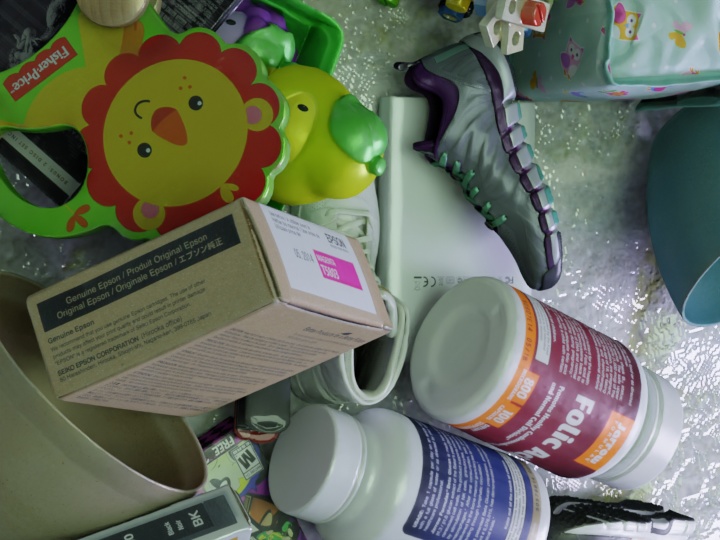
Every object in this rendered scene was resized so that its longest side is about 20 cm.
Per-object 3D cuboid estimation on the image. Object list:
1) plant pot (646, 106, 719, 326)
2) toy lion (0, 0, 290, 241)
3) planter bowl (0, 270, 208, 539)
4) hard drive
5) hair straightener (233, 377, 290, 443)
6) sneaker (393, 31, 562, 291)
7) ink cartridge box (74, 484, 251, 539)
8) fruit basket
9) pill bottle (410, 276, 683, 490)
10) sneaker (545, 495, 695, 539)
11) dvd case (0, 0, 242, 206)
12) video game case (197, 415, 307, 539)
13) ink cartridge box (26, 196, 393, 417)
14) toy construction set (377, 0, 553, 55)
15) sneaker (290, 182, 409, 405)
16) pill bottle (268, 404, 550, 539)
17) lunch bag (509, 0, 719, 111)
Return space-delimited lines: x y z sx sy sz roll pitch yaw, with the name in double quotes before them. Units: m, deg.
"plant pot" 0.306 -0.068 1.623 0.199 0.200 0.135 -19 63 -26
"toy lion" -0.153 -0.090 1.314 0.200 0.069 0.192 -35 87 2
"planter bowl" -0.219 0.117 1.344 0.135 0.200 0.200 -45 114 10
"hard drive" 0.074 -0.031 1.573 0.131 0.027 0.201 0 93 -28
"hair straightener" -0.058 0.020 1.458 0.041 0.077 0.201 11 74 -13
"sneaker" 0.087 -0.074 1.533 0.087 0.074 0.201 -18 91 -13
"ink cartridge box" -0.175 0.240 1.334 0.199 0.199 0.043 -18 56 -25
"fruit basket" -0.081 -0.100 1.389 0.155 0.215 0.217 24 81 -27
"pill bottle" 0.144 0.091 1.540 0.199 0.114 0.115 26 80 -34
"sneaker" 0.198 0.223 1.599 0.200 0.073 0.080 14 94 -50
"dvd case" -0.188 -0.163 1.362 0.149 0.016 0.200 40 88 10
"video game case" -0.127 0.234 1.470 0.200 0.036 0.182 -32 107 -23
"ink cartridge box" -0.093 0.029 1.317 0.200 0.164 0.075 20 47 -68
"toy construction set" 0.071 -0.221 1.484 0.092 0.200 0.131 -56 146 -2
"sneaker" 0.000 0.000 1.485 0.073 0.115 0.201 2 90 -26
"pill bottle" 0.034 0.166 1.502 0.199 0.111 0.112 23 81 -33
"lunch bag" 0.232 -0.185 1.569 0.199 0.170 0.123 -3 92 -25
